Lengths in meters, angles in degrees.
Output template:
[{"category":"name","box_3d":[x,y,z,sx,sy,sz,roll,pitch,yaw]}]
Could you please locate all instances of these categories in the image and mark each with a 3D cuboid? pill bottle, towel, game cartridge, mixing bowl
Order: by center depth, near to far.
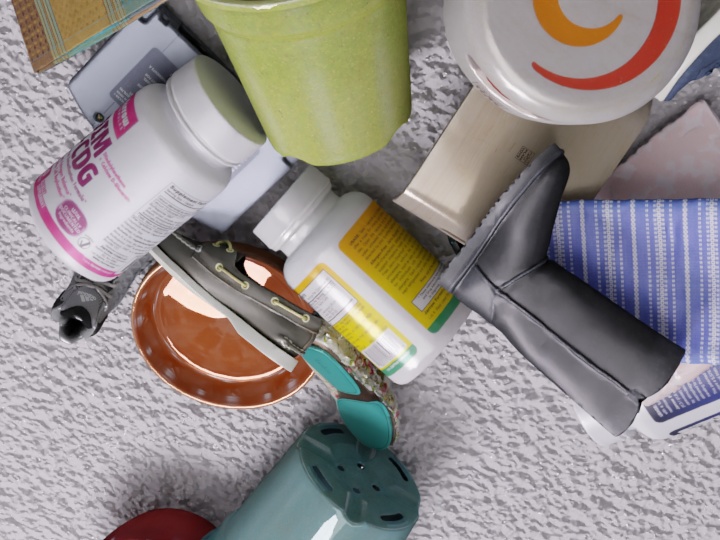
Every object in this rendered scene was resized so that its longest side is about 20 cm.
[{"category":"towel","box_3d":[0.246,0.012,1.126,0.198,0.024,0.146,0,107,20]},{"category":"towel","box_3d":[-0.233,-0.268,1.137,0.199,0.022,0.148,-20,87,38]},{"category":"towel","box_3d":[0.276,-0.013,1.167,0.200,0.032,0.192,-39,72,27]},{"category":"pill bottle","box_3d":[-0.185,-0.090,1.180,0.199,0.114,0.113,-37,109,18]},{"category":"pill bottle","box_3d":[0.296,0.088,1.239,0.199,0.111,0.111,-28,113,27]},{"category":"game cartridge","box_3d":[-0.164,-0.136,1.239,0.133,0.042,0.200,-39,107,24]},{"category":"pill bottle","box_3d":[0.000,0.000,1.246,0.200,0.113,0.113,42,122,-4]},{"category":"mixing bowl","box_3d":[-0.216,0.346,1.529,0.198,0.109,0.202,6,123,9]}]

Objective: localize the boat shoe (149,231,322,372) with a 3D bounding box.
[{"category":"boat shoe","box_3d":[-0.124,0.010,1.260,0.201,0.072,0.060,40,88,8]}]

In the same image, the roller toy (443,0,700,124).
[{"category":"roller toy","box_3d":[0.157,-0.206,1.044,0.198,0.140,0.185,-7,97,-4]}]

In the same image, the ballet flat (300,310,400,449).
[{"category":"ballet flat","box_3d":[-0.001,0.103,1.341,0.075,0.064,0.201,6,145,29]}]

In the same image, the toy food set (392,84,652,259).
[{"category":"toy food set","box_3d":[0.139,-0.105,1.164,0.143,0.060,0.201,31,105,-10]}]

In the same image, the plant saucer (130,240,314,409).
[{"category":"plant saucer","box_3d":[-0.132,0.054,1.359,0.198,0.032,0.202,4,124,5]}]

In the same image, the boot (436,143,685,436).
[{"category":"boot","box_3d":[0.184,0.017,1.106,0.200,0.066,0.165,41,123,9]}]

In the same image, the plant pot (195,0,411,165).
[{"category":"plant pot","box_3d":[-0.035,-0.197,1.104,0.198,0.202,0.185,-3,133,15]}]

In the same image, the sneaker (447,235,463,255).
[{"category":"sneaker","box_3d":[0.125,-0.015,1.234,0.075,0.079,0.200,-29,110,29]}]

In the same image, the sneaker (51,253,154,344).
[{"category":"sneaker","box_3d":[-0.244,-0.001,1.308,0.075,0.116,0.201,28,124,-6]}]

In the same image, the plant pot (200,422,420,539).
[{"category":"plant pot","box_3d":[-0.047,0.279,1.405,0.199,0.201,0.197,30,117,-7]}]

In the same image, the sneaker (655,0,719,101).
[{"category":"sneaker","box_3d":[0.320,-0.195,1.073,0.084,0.075,0.200,38,122,-7]}]
